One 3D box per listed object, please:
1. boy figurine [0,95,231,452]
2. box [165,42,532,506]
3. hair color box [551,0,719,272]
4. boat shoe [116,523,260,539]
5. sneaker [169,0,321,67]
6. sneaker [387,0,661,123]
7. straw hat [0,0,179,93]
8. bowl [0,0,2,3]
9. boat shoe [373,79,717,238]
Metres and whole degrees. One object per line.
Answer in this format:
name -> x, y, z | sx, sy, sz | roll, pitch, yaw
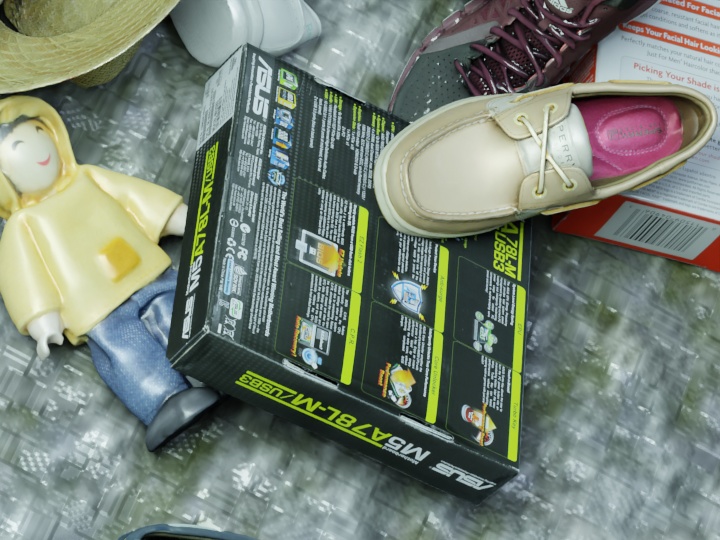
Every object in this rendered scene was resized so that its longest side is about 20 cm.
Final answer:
boy figurine -> -0.132, -0.009, 1.486 | 0.124, 0.064, 0.200 | -33, 85, -30
box -> 0.000, 0.000, 1.507 | 0.193, 0.048, 0.200 | 26, 47, -25
hair color box -> 0.176, -0.109, 1.661 | 0.111, 0.064, 0.200 | 14, 63, -14
boat shoe -> -0.033, 0.172, 1.441 | 0.200, 0.062, 0.075 | 22, 58, -12
sneaker -> -0.082, -0.208, 1.607 | 0.088, 0.075, 0.200 | -12, 76, -40
sneaker -> 0.090, -0.134, 1.564 | 0.200, 0.116, 0.076 | -43, 85, 1
straw hat -> -0.150, -0.149, 1.525 | 0.201, 0.085, 0.201 | -10, 53, 13
bowl -> -0.245, -0.203, 1.491 | 0.199, 0.075, 0.200 | 3, 58, 18
boat shoe -> 0.102, -0.067, 1.525 | 0.200, 0.069, 0.074 | -17, 92, -29
